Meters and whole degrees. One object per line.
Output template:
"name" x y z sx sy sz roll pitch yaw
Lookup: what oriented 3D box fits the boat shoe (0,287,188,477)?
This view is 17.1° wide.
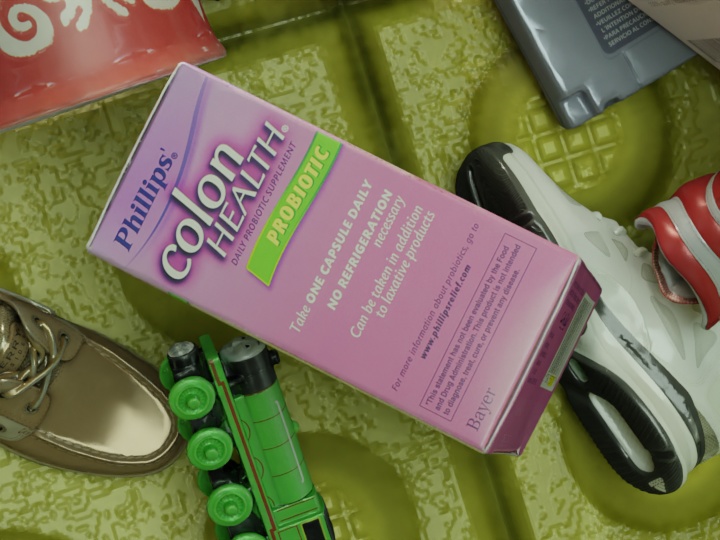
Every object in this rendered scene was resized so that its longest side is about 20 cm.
"boat shoe" -0.173 0.047 1.157 0.200 0.065 0.071 23 81 -10

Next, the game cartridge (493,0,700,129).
"game cartridge" 0.158 -0.180 1.262 0.200 0.041 0.133 -31 103 -14

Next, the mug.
"mug" -0.177 -0.168 1.130 0.177 0.133 0.200 -19 96 -10

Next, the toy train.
"toy train" -0.045 0.116 1.156 0.056 0.042 0.200 -19 116 -5

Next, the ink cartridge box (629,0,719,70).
"ink cartridge box" 0.178 -0.168 1.174 0.200 0.146 0.085 33 83 -15

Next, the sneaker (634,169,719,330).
"sneaker" 0.210 -0.023 1.222 0.112 0.200 0.071 -39 69 17

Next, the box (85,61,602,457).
"box" 0.000 0.000 1.112 0.200 0.176 0.097 26 90 10

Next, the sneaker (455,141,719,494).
"sneaker" 0.138 0.006 1.243 0.115 0.076 0.201 -32 90 -30
